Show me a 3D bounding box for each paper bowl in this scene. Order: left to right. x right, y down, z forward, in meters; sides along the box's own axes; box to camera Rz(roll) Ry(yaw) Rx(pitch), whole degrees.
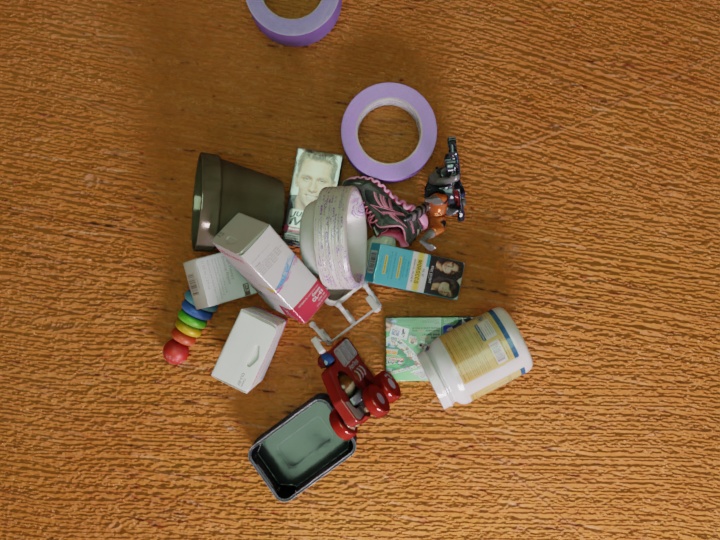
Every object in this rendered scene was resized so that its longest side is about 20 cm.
[{"bbox_3d":[-0.054,-0.064,1.625,0.104,0.201,0.202,0,90,13],"label":"paper bowl"}]

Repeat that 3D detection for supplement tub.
[{"bbox_3d":[0.227,0.177,1.666,0.199,0.145,0.145,-27,89,0],"label":"supplement tub"}]

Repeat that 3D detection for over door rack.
[{"bbox_3d":[-0.031,0.091,1.667,0.147,0.200,0.067,-38,88,2],"label":"over door rack"}]

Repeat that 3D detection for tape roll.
[{"bbox_3d":[-0.138,-0.576,1.733,0.198,0.085,0.202,0,89,0],"label":"tape roll"},{"bbox_3d":[0.059,-0.286,1.739,0.198,0.066,0.202,0,89,1],"label":"tape roll"}]

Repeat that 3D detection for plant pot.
[{"bbox_3d":[-0.248,-0.132,1.691,0.172,0.200,0.202,4,90,-15],"label":"plant pot"}]

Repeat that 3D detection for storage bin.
[{"bbox_3d":[-0.117,0.363,1.722,0.199,0.094,0.136,-36,89,-1],"label":"storage bin"}]

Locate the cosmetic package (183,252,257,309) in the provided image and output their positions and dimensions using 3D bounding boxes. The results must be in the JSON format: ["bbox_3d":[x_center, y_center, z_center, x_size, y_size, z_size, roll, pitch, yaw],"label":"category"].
[{"bbox_3d":[-0.247,0.005,1.685,0.199,0.074,0.102,-18,94,-34],"label":"cosmetic package"}]

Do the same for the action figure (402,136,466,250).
[{"bbox_3d":[0.154,-0.166,1.683,0.104,0.194,0.201,1,123,17],"label":"action figure"}]

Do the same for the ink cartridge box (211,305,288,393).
[{"bbox_3d":[-0.218,0.153,1.670,0.083,0.200,0.146,24,90,1],"label":"ink cartridge box"}]

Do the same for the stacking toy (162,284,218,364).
[{"bbox_3d":[-0.350,0.106,1.736,0.085,0.085,0.201,26,94,1],"label":"stacking toy"}]

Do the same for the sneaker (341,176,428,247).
[{"bbox_3d":[0.039,-0.118,1.718,0.199,0.079,0.096,30,63,2],"label":"sneaker"}]

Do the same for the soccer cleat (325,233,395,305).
[{"bbox_3d":[0.000,0.000,1.730,0.200,0.078,0.069,-45,90,0],"label":"soccer cleat"}]

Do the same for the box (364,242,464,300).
[{"bbox_3d":[0.112,0.003,1.707,0.199,0.049,0.083,12,90,-23],"label":"box"}]

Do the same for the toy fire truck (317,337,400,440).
[{"bbox_3d":[-0.021,0.229,1.671,0.112,0.200,0.168,-37,88,21],"label":"toy fire truck"}]

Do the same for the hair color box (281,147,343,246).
[{"bbox_3d":[-0.100,-0.147,1.741,0.099,0.061,0.202,9,89,0],"label":"hair color box"}]

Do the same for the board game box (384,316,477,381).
[{"bbox_3d":[0.151,0.164,1.753,0.198,0.029,0.136,0,91,0],"label":"board game box"}]

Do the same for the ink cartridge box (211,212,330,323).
[{"bbox_3d":[-0.172,-0.004,1.591,0.086,0.147,0.200,-47,122,-15],"label":"ink cartridge box"}]
